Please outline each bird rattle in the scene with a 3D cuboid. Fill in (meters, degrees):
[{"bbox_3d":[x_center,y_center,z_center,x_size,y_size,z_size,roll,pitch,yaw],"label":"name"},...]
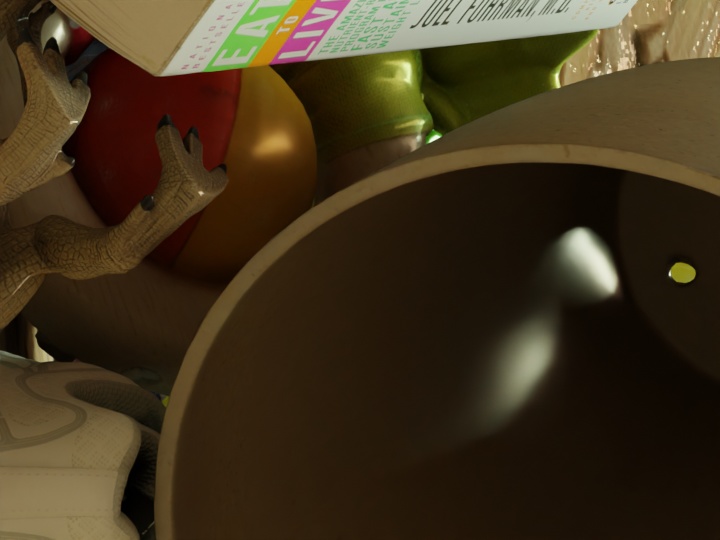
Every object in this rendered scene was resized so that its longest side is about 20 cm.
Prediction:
[{"bbox_3d":[-0.040,-0.052,0.724,0.113,0.200,0.163,-24,-131,44],"label":"bird rattle"}]

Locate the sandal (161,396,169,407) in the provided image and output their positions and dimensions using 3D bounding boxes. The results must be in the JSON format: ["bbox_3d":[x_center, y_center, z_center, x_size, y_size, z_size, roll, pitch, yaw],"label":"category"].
[{"bbox_3d":[-0.043,0.093,0.831,0.079,0.087,0.200,-46,170,-31],"label":"sandal"}]

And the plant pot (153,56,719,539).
[{"bbox_3d":[0.079,0.027,0.683,0.200,0.187,0.188,-46,137,-60],"label":"plant pot"}]

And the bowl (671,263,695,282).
[{"bbox_3d":[0.046,0.073,0.933,0.200,0.107,0.201,174,-90,-77],"label":"bowl"}]

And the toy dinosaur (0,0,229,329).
[{"bbox_3d":[-0.081,-0.002,0.583,0.058,0.101,0.200,42,23,-30],"label":"toy dinosaur"}]

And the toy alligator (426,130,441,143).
[{"bbox_3d":[0.000,0.000,0.848,0.054,0.059,0.200,0,106,-47],"label":"toy alligator"}]

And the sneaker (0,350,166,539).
[{"bbox_3d":[-0.081,0.051,0.696,0.200,0.081,0.075,-136,-139,-89],"label":"sneaker"}]

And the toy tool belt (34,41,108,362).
[{"bbox_3d":[-0.077,-0.036,1.005,0.123,0.125,0.200,47,-13,13],"label":"toy tool belt"}]

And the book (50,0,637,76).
[{"bbox_3d":[-0.025,-0.099,0.646,0.048,0.134,0.200,-51,163,25],"label":"book"}]

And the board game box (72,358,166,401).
[{"bbox_3d":[-0.030,0.031,0.985,0.041,0.199,0.200,46,-11,13],"label":"board game box"}]
